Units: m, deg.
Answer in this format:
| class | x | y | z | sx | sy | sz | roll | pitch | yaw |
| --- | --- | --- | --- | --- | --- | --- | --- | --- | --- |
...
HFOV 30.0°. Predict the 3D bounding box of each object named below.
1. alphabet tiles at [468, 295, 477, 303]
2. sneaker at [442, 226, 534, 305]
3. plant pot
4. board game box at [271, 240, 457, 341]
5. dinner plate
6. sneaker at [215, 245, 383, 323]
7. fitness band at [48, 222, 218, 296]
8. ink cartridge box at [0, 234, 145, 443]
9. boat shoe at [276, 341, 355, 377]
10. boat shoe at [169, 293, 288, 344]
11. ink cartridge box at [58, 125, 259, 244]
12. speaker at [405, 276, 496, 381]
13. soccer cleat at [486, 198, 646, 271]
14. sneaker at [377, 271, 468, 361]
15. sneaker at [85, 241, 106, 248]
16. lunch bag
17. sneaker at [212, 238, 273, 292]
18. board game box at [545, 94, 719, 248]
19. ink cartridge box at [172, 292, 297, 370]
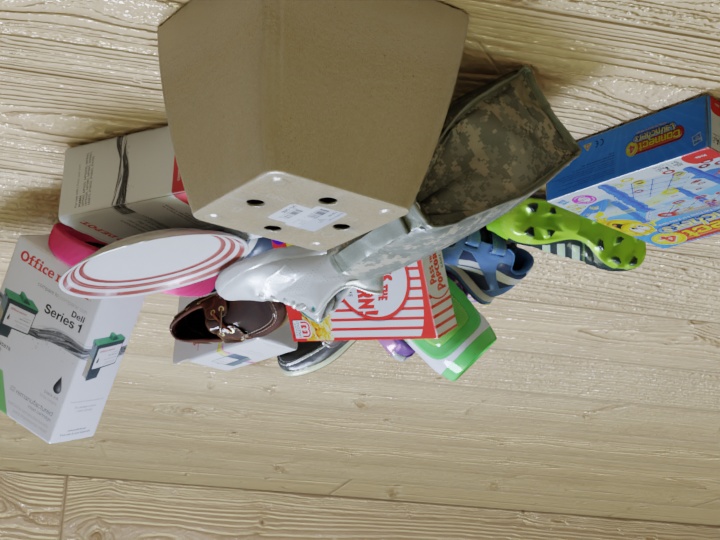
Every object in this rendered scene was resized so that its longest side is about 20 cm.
| class | x | y | z | sx | sy | sz | roll | pitch | yaw |
| --- | --- | --- | --- | --- | --- | --- | --- | --- | --- |
| alphabet tiles | 0.066 | 0.027 | 1.808 | 0.200 | 0.015 | 0.196 | -1 | 161 | 9 |
| sneaker | 0.128 | -0.034 | 1.537 | 0.082 | 0.074 | 0.200 | -26 | 144 | 22 |
| plant pot | -0.047 | -0.127 | 1.115 | 0.200 | 0.177 | 0.200 | 16 | 157 | -32 |
| board game box | 0.000 | 0.000 | 1.495 | 0.200 | 0.152 | 0.046 | -4 | -166 | 35 |
| dinner plate | -0.216 | -0.011 | 1.400 | 0.200 | 0.024 | 0.200 | -15 | 167 | -3 |
| sneaker | -0.067 | 0.018 | 1.447 | 0.200 | 0.089 | 0.075 | -16 | 175 | 26 |
| fitness band | -0.260 | -0.019 | 1.549 | 0.200 | 0.037 | 0.144 | 13 | -161 | -26 |
| ink cartridge box | -0.350 | 0.074 | 1.546 | 0.146 | 0.200 | 0.084 | 27 | -167 | 24 |
| boat shoe | -0.028 | 0.062 | 1.738 | 0.201 | 0.072 | 0.066 | -31 | 129 | 2 |
| boat shoe | -0.162 | 0.059 | 1.651 | 0.070 | 0.071 | 0.200 | -27 | -174 | -39 |
| ink cartridge box | -0.194 | -0.083 | 1.406 | 0.200 | 0.084 | 0.144 | -9 | 159 | 29 |
| speaker | 0.063 | 0.032 | 1.553 | 0.200 | 0.088 | 0.088 | 45 | 162 | 8 |
| soccer cleat | 0.236 | -0.044 | 1.522 | 0.200 | 0.068 | 0.081 | 14 | 176 | -28 |
| sneaker | 0.080 | 0.041 | 1.652 | 0.088 | 0.081 | 0.200 | -33 | -177 | 31 |
| sneaker | -0.318 | -0.011 | 1.673 | 0.112 | 0.078 | 0.200 | 27 | 169 | -9 |
| lunch bag | 0.068 | -0.079 | 1.213 | 0.200 | 0.118 | 0.164 | -36 | -176 | -33 |
| sneaker | -0.140 | -0.011 | 1.636 | 0.082 | 0.070 | 0.200 | 13 | 160 | -24 |
| board game box | 0.326 | -0.093 | 1.358 | 0.196 | 0.056 | 0.200 | 18 | 156 | -37 |
| ink cartridge box | -0.165 | 0.063 | 1.779 | 0.067 | 0.117 | 0.200 | 18 | 156 | -37 |
